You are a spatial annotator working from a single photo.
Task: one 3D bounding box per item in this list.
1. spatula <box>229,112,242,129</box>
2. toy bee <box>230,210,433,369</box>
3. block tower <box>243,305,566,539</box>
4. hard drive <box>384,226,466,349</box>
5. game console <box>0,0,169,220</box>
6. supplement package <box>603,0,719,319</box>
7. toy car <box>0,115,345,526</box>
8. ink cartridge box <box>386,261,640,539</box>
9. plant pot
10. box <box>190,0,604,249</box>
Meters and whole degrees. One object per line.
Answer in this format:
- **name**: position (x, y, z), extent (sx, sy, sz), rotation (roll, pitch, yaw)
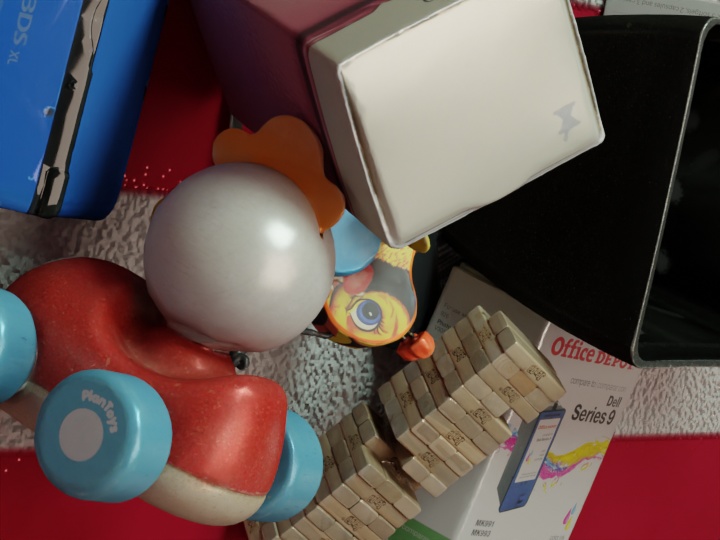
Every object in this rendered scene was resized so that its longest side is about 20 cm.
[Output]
- **spatula**: position (-0.066, -0.083, 1.260), extent (0.056, 0.021, 0.200), rotation (0, 101, -62)
- **toy bee**: position (0.000, 0.000, 1.297), extent (0.109, 0.131, 0.200), rotation (29, 98, -15)
- **block tower**: position (0.023, 0.105, 1.325), extent (0.200, 0.054, 0.058), rotation (-39, 123, 10)
- **hard drive**: position (0.057, -0.067, 1.404), extent (0.139, 0.033, 0.200), rotation (-30, 125, -40)
- **game console**: position (-0.168, -0.133, 1.125), extent (0.170, 0.118, 0.200), rotation (14, 92, -20)
- **supplement package**: position (0.247, -0.075, 1.533), extent (0.151, 0.152, 0.200), rotation (6, 99, -50)
- **toy car**: position (-0.086, 0.007, 1.126), extent (0.200, 0.177, 0.184), rotation (-62, 151, 5)
- **ink cartridge box**: position (0.086, 0.107, 1.430), extent (0.145, 0.087, 0.200), rotation (13, 100, -57)
- **plant pot**: position (0.167, -0.058, 1.372), extent (0.200, 0.177, 0.200), rotation (2, 101, -51)
- **box**: position (0.011, -0.116, 1.148), extent (0.128, 0.200, 0.109), rotation (-28, 123, -15)
